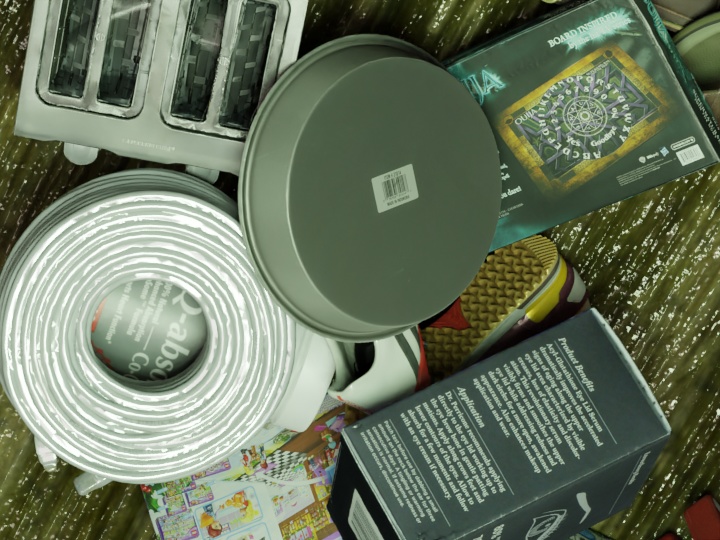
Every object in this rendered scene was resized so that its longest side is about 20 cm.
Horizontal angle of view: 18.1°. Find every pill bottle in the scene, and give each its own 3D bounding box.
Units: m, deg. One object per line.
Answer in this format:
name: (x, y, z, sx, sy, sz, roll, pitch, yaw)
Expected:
pill bottle: (-0.117, 0.034, 1.565, 0.199, 0.116, 0.116, 20, 111, -10)

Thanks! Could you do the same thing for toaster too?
toaster: (-0.123, -0.164, 1.479, 0.180, 0.119, 0.201, 11, 112, -7)

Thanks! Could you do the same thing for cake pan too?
cake pan: (0.013, -0.051, 1.459, 0.200, 0.037, 0.201, -4, 98, -35)

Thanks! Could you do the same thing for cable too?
cable: (-0.140, 0.038, 1.467, 0.199, 0.069, 0.201, -21, 104, -2)

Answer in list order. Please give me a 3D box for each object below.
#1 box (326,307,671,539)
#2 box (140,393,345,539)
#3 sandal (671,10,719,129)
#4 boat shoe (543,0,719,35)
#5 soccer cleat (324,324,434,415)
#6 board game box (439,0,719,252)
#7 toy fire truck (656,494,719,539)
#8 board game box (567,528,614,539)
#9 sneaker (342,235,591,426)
box: (0.090, 0.133, 1.520, 0.199, 0.148, 0.105, -25, 69, -17)
box: (-0.048, 0.175, 1.626, 0.199, 0.039, 0.137, -23, 69, 8)
sandal: (0.215, -0.100, 1.530, 0.080, 0.057, 0.201, 20, 126, -40)
boat shoe: (0.146, -0.201, 1.500, 0.199, 0.072, 0.060, 11, 109, -13)
soccer cleat: (0.000, 0.000, 1.530, 0.068, 0.085, 0.201, -17, 72, 39)
board game box: (0.128, -0.101, 1.513, 0.199, 0.028, 0.136, -21, 105, 33)
toy fire truck: (0.300, 0.259, 1.646, 0.112, 0.168, 0.200, -32, 110, 12)
board game box: (0.086, 0.213, 1.677, 0.199, 0.062, 0.200, 26, 110, -12)
sneaker: (0.081, 0.070, 1.592, 0.200, 0.075, 0.090, -41, 129, 0)
